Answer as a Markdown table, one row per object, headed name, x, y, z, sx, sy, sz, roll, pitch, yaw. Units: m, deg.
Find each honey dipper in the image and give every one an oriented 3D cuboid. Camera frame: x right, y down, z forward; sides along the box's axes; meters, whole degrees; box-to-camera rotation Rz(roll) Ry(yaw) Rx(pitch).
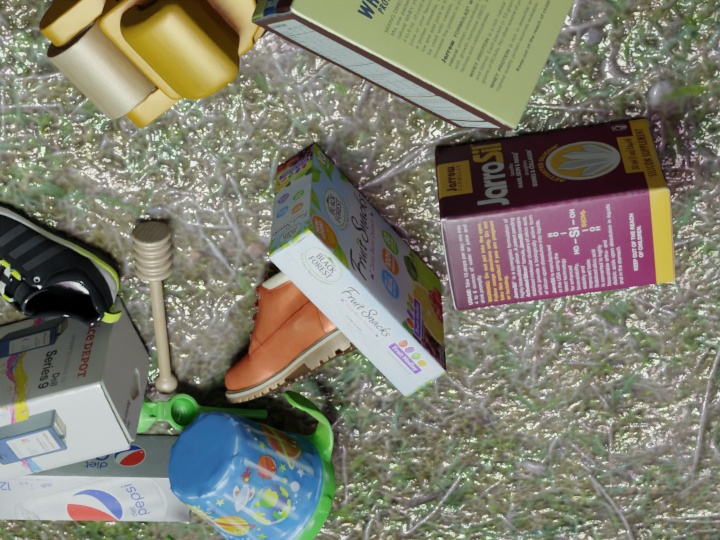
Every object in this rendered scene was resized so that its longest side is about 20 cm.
| name | x | y | z | sx | sy | sz | roll | pitch | yaw |
| --- | --- | --- | --- | --- | --- | --- | --- | --- | --- |
| honey dipper | -0.194 | 0.044 | 1.605 | 0.038 | 0.038 | 0.200 | -1 | 127 | 0 |

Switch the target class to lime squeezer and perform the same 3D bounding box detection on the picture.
| name | x | y | z | sx | sy | sz | roll | pitch | yaw |
| --- | --- | --- | --- | --- | --- | --- | --- | --- | --- |
| lime squeezer | -0.195 | 0.148 | 1.664 | 0.199 | 0.038 | 0.071 | -4 | 151 | 1 |

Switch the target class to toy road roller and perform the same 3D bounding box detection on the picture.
| name | x | y | z | sx | sy | sz | roll | pitch | yaw |
| --- | --- | --- | --- | --- | --- | --- | --- | --- | --- |
| toy road roller | -0.166 | -0.192 | 1.370 | 0.200 | 0.146 | 0.123 | -33 | 119 | 21 |

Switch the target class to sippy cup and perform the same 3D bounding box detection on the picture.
| name | x | y | z | sx | sy | sz | roll | pitch | yaw |
| --- | --- | --- | --- | --- | --- | --- | --- | --- | --- |
| sippy cup | -0.116 | 0.204 | 1.640 | 0.139 | 0.178 | 0.130 | -5 | 151 | 41 |

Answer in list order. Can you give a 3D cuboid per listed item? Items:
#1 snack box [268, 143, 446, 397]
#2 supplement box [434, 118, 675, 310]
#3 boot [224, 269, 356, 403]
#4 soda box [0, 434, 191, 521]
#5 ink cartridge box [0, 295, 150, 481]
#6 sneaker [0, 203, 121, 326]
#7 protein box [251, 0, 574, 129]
| name | x | y | z | sx | sy | sz | roll | pitch | yaw |
| --- | --- | --- | --- | --- | --- | --- | --- | --- | --- |
| snack box | 0.000 | 0.000 | 1.511 | 0.053 | 0.142 | 0.200 | -33 | 119 | 20 |
| supplement box | 0.171 | -0.051 | 1.486 | 0.199 | 0.131 | 0.103 | -8 | 124 | 4 |
| boot | -0.076 | 0.057 | 1.601 | 0.200 | 0.075 | 0.107 | -34 | 83 | 40 |
| soda box | -0.271 | 0.212 | 1.704 | 0.199 | 0.068 | 0.064 | 1 | 126 | -2 |
| ink cartridge box | -0.313 | 0.118 | 1.588 | 0.199 | 0.145 | 0.088 | -13 | 123 | 9 |
| sneaker | -0.314 | -0.002 | 1.541 | 0.199 | 0.083 | 0.072 | 17 | 123 | -13 |
| protein box | 0.054 | -0.241 | 1.295 | 0.200 | 0.135 | 0.199 | 25 | 87 | -18 |
